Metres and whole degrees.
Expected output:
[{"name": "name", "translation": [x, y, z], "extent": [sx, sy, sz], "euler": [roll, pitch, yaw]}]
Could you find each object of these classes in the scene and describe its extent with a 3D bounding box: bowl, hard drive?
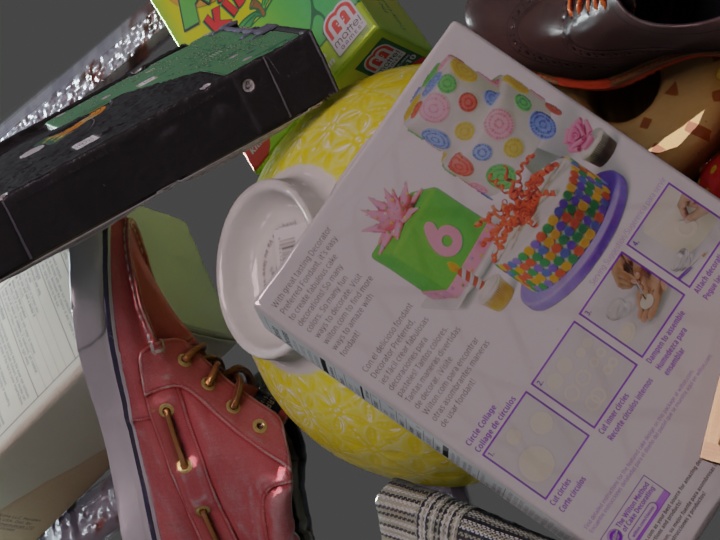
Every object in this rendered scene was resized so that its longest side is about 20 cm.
[{"name": "bowl", "translation": [0.000, 0.000, 1.000], "extent": [0.200, 0.107, 0.202], "euler": [-4, 85, 52]}, {"name": "hard drive", "translation": [-0.119, -0.055, 1.030], "extent": [0.199, 0.038, 0.140], "euler": [-31, 17, -14]}]

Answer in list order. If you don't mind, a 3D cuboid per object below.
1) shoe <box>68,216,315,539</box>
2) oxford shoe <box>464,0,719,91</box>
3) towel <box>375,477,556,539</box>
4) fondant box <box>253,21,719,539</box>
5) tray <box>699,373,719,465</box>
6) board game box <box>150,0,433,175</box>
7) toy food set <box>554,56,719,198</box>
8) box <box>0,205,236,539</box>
[{"name": "shoe", "translation": [-0.079, 0.059, 1.064], "extent": [0.090, 0.071, 0.201], "euler": [-10, 99, 7]}, {"name": "oxford shoe", "translation": [0.114, -0.120, 0.921], "extent": [0.199, 0.072, 0.072], "euler": [-2, 77, 42]}, {"name": "towel", "translation": [0.074, 0.201, 0.897], "extent": [0.192, 0.034, 0.201], "euler": [18, 119, 44]}, {"name": "fondant box", "translation": [0.078, 0.016, 0.898], "extent": [0.199, 0.058, 0.145], "euler": [35, 84, 6]}, {"name": "tray", "translation": [0.235, 0.047, 0.809], "extent": [0.199, 0.037, 0.099], "euler": [13, 86, 22]}, {"name": "board game box", "translation": [-0.050, -0.146, 1.163], "extent": [0.102, 0.047, 0.200], "euler": [-49, 50, 21]}, {"name": "toy food set", "translation": [0.174, -0.100, 0.944], "extent": [0.200, 0.049, 0.199], "euler": [36, 102, 43]}, {"name": "box", "translation": [-0.168, 0.059, 1.187], "extent": [0.200, 0.078, 0.095], "euler": [-43, 53, 25]}]
